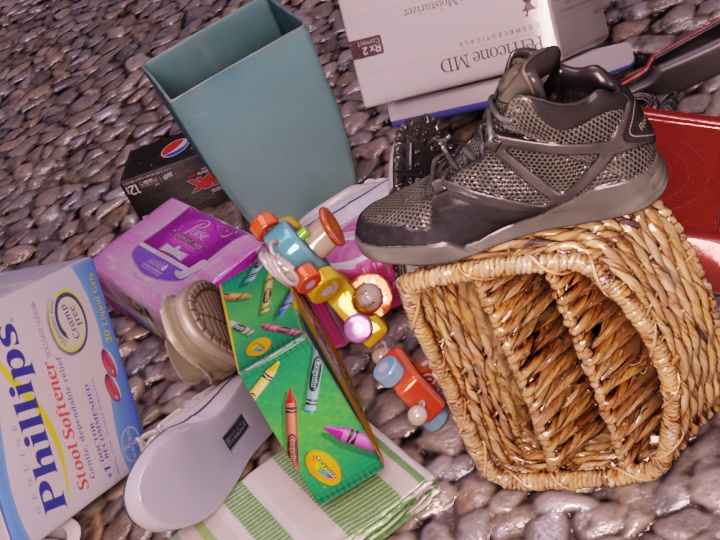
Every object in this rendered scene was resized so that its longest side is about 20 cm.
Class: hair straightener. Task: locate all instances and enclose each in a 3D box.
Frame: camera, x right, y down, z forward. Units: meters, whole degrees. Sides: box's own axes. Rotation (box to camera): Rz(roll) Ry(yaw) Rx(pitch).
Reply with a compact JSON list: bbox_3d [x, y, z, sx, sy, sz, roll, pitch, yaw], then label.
[{"bbox_3d":[0.260,-0.164,1.336,0.198,0.041,0.077,-23,32,8],"label":"hair straightener"}]

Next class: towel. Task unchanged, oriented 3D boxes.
[{"bbox_3d":[-0.052,0.189,1.086,0.199,0.024,0.152,-37,32,-12],"label":"towel"}]

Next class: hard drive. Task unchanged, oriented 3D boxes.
[{"bbox_3d":[0.140,-0.174,1.382,0.199,0.026,0.131,-7,12,46],"label":"hard drive"}]

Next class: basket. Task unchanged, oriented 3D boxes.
[{"bbox_3d":[0.143,0.054,0.964,0.149,0.201,0.142,-38,35,-22],"label":"basket"}]

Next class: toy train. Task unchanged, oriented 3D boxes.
[{"bbox_3d":[0.001,0.026,1.111,0.056,0.200,0.150,-41,25,4],"label":"toy train"}]

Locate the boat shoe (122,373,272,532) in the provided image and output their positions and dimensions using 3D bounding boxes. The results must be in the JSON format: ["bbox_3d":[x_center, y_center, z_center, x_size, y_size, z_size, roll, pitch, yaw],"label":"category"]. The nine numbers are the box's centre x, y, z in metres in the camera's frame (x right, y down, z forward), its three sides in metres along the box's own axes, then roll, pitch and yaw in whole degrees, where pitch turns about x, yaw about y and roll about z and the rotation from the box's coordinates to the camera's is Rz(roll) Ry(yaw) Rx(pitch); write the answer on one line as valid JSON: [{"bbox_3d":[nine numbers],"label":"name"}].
[{"bbox_3d":[-0.142,0.142,1.154,0.085,0.075,0.202,-19,18,33],"label":"boat shoe"}]

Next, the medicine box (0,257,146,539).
[{"bbox_3d":[-0.278,0.106,1.162,0.102,0.184,0.200,-10,11,24],"label":"medicine box"}]

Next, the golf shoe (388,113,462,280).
[{"bbox_3d":[0.050,-0.020,1.148,0.077,0.202,0.094,-17,9,-26],"label":"golf shoe"}]

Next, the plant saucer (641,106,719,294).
[{"bbox_3d":[0.221,-0.072,1.172,0.198,0.037,0.201,9,43,14],"label":"plant saucer"}]

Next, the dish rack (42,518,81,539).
[{"bbox_3d":[-0.312,0.272,1.141,0.198,0.044,0.172,-7,38,29],"label":"dish rack"}]

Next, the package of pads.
[{"bbox_3d":[-0.161,0.006,1.376,0.120,0.076,0.199,-41,34,-19],"label":"package of pads"}]

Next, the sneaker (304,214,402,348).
[{"bbox_3d":[0.000,0.000,1.271,0.198,0.082,0.088,-19,30,-2],"label":"sneaker"}]

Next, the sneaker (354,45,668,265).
[{"bbox_3d":[0.078,-0.073,0.897,0.197,0.115,0.077,-15,31,20],"label":"sneaker"}]

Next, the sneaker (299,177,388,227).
[{"bbox_3d":[0.021,-0.060,1.336,0.198,0.073,0.071,-21,35,10],"label":"sneaker"}]

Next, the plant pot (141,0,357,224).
[{"bbox_3d":[-0.090,-0.127,1.390,0.140,0.201,0.141,-30,27,-7],"label":"plant pot"}]

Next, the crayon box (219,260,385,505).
[{"bbox_3d":[-0.048,0.075,1.105,0.058,0.119,0.200,-30,20,1],"label":"crayon box"}]

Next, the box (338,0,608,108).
[{"bbox_3d":[0.108,-0.247,1.372,0.197,0.132,0.200,-11,10,23],"label":"box"}]

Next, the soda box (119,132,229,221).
[{"bbox_3d":[-0.151,-0.116,1.555,0.198,0.064,0.071,-17,32,15],"label":"soda box"}]

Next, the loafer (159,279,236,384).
[{"bbox_3d":[-0.127,0.059,1.197,0.068,0.076,0.200,-27,-12,5],"label":"loafer"}]
